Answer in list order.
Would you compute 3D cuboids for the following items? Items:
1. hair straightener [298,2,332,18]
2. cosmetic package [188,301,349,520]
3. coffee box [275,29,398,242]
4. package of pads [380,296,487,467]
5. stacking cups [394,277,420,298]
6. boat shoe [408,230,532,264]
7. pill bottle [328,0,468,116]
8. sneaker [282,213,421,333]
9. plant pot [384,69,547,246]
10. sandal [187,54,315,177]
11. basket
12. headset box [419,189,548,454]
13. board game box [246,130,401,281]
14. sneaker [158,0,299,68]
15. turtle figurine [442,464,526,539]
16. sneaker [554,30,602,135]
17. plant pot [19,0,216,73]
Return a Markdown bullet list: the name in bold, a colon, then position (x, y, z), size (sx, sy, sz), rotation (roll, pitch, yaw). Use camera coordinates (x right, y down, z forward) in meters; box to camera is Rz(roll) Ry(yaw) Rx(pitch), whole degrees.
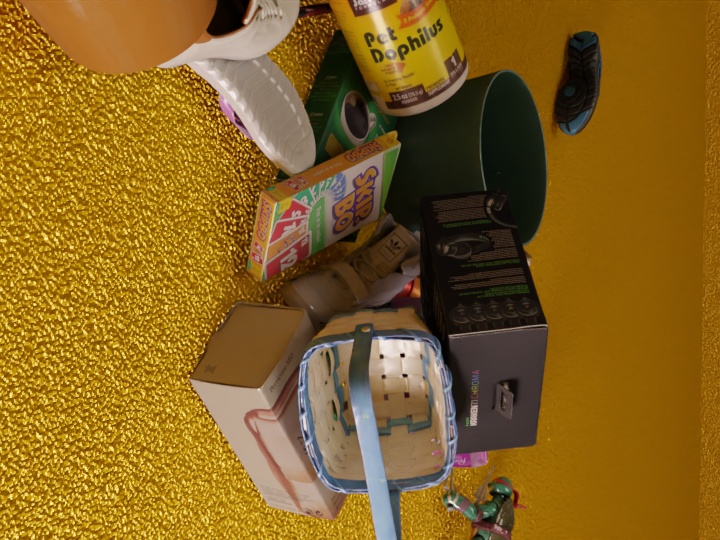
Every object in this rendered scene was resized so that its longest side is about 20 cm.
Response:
- **hair straightener**: position (-0.076, -0.285, 0.999), size (0.199, 0.040, 0.078), rotation (-30, 118, -51)
- **cosmetic package**: position (-0.072, 0.138, 0.984), size (0.104, 0.086, 0.201), rotation (-61, 141, -36)
- **coffee box**: position (-0.017, -0.146, 1.099), size (0.123, 0.043, 0.202), rotation (50, 51, -50)
- **package of pads**: position (0.079, 0.116, 1.109), size (0.202, 0.119, 0.076), rotation (-82, 163, -45)
- **stacking cups**: position (0.094, 0.043, 1.235), size (0.199, 0.060, 0.061), rotation (33, 62, -32)
- **boat shoe**: position (0.117, -0.002, 1.253), size (0.197, 0.071, 0.070), rotation (7, 111, -19)
- **pill bottle**: position (0.029, -0.266, 1.024), size (0.201, 0.108, 0.110), rotation (62, 42, -33)
- **sneaker**: position (0.000, 0.000, 1.063), size (0.115, 0.075, 0.199), rotation (-49, 162, 20)
- **plant pot**: position (0.112, -0.124, 1.201), size (0.200, 0.159, 0.204), rotation (9, 79, -58)
- **sandal**: position (-0.110, -0.166, 0.932), size (0.203, 0.049, 0.083), rotation (51, 44, -31)
- **basket**: position (0.015, 0.132, 0.889), size (0.200, 0.137, 0.179), rotation (-95, 177, -71)
- **headset box**: position (0.114, 0.054, 0.985), size (0.201, 0.091, 0.176), rotation (-98, -177, -47)
- **board game box**: position (-0.028, -0.067, 1.000), size (0.199, 0.030, 0.096), rotation (-33, 149, -43)
- **sneaker**: position (-0.096, -0.221, 0.859), size (0.200, 0.084, 0.073), rotation (-40, 106, -50)
- **turtle figurine**: position (0.163, 0.353, 1.411), size (0.150, 0.100, 0.202), rotation (51, 55, -49)
- **sneaker**: position (0.391, -0.316, 1.769), size (0.082, 0.072, 0.202), rotation (47, 53, -53)
- **plant pot**: position (-0.179, -0.243, 0.685), size (0.184, 0.197, 0.202), rotation (77, 30, -55)
